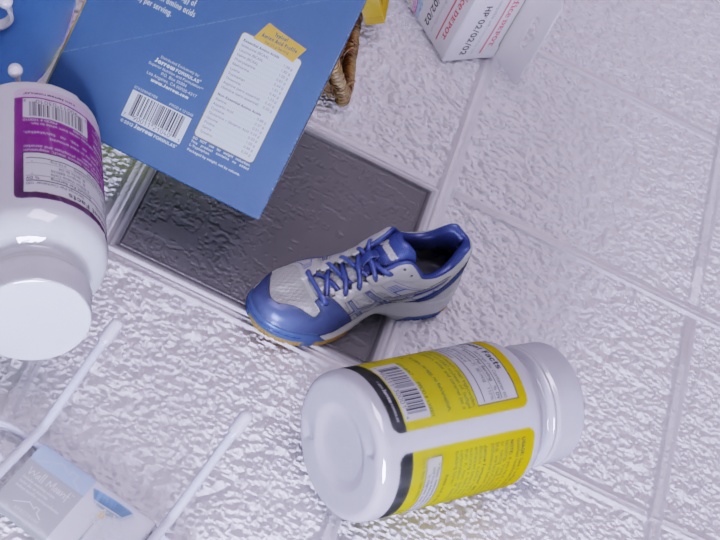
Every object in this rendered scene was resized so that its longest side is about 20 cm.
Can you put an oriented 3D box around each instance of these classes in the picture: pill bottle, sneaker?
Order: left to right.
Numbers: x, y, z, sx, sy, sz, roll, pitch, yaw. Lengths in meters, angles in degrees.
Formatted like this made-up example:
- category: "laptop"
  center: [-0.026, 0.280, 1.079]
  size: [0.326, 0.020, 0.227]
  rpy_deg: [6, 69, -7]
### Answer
- category: "pill bottle"
  center: [-0.241, -0.035, 1.399]
  size: [0.112, 0.112, 0.201]
  rpy_deg: [10, 43, -20]
- category: "sneaker"
  center: [0.000, 0.000, 1.540]
  size: [0.199, 0.088, 0.075]
  rpy_deg: [-14, 60, -35]
- category: "pill bottle"
  center: [0.065, 0.116, 1.450]
  size: [0.199, 0.114, 0.115]
  rpy_deg: [-9, 56, -34]

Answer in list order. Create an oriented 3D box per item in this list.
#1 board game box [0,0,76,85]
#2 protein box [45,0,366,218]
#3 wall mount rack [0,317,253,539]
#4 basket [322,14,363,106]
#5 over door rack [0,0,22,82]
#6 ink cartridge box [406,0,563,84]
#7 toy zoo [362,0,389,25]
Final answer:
- category: "board game box"
  center: [-0.294, -0.191, 1.531]
  size: [0.039, 0.158, 0.200]
  rpy_deg: [38, 16, -54]
- category: "protein box"
  center: [-0.120, -0.182, 1.530]
  size: [0.198, 0.201, 0.135]
  rpy_deg: [26, 11, -5]
- category: "wall mount rack"
  center: [-0.175, 0.135, 1.332]
  size: [0.200, 0.075, 0.174]
  rpy_deg: [35, 44, 4]
- category: "basket"
  center: [-0.045, -0.276, 1.724]
  size: [0.148, 0.143, 0.201]
  rpy_deg: [19, 45, -10]
- category: "over door rack"
  center: [-0.356, -0.205, 1.437]
  size: [0.199, 0.067, 0.148]
  rpy_deg: [2, 56, -23]
- category: "ink cartridge box"
  center: [0.100, -0.281, 1.826]
  size: [0.068, 0.115, 0.200]
  rpy_deg: [-9, 56, -33]
- category: "toy zoo"
  center: [0.004, -0.321, 1.767]
  size: [0.020, 0.200, 0.132]
  rpy_deg: [-4, 51, 13]
